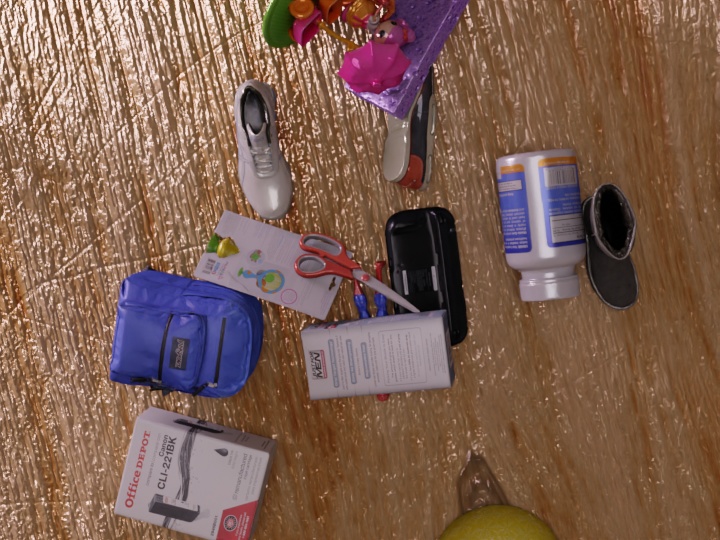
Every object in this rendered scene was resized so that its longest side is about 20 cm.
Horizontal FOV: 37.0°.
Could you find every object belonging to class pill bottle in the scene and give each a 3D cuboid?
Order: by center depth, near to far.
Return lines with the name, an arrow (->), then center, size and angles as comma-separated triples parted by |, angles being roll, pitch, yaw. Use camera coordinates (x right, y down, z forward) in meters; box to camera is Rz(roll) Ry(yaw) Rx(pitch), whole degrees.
pill bottle -> 0.251, -0.062, 1.484 | 0.111, 0.112, 0.202 | -6, 93, 3

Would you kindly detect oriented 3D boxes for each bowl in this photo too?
bowl -> 0.196, 0.440, 1.511 | 0.198, 0.108, 0.202 | 0, 92, 3

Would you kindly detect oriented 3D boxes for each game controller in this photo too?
game controller -> 0.094, 0.012, 1.527 | 0.103, 0.042, 0.202 | -7, 92, -4

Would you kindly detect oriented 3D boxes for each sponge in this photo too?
sponge -> 0.066, -0.318, 1.493 | 0.111, 0.030, 0.201 | 34, 95, 42

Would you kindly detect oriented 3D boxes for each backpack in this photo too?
backpack -> -0.239, 0.101, 1.493 | 0.198, 0.168, 0.164 | 10, 104, 1

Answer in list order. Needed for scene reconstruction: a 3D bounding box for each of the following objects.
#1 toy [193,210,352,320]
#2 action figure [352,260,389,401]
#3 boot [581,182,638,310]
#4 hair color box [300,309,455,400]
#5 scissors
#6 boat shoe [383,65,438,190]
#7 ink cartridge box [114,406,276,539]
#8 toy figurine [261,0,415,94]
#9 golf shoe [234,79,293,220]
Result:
toy -> -0.123, -0.002, 1.531 | 0.199, 0.047, 0.116 | 20, 63, 6
action figure -> 0.022, 0.088, 1.535 | 0.065, 0.052, 0.202 | -5, 96, 8
boot -> 0.341, -0.028, 1.435 | 0.072, 0.200, 0.183 | -21, 92, 1
hair color box -> 0.025, 0.117, 1.486 | 0.198, 0.061, 0.100 | -6, 97, 11
scissors -> 0.000, 0.000, 1.491 | 0.199, 0.014, 0.073 | 17, 60, 15
boat shoe -> 0.078, -0.213, 1.512 | 0.062, 0.071, 0.202 | 14, 78, -34
ink cartridge box -> -0.235, 0.295, 1.540 | 0.198, 0.084, 0.145 | 14, 94, 3
toy figurine -> 0.000, -0.325, 1.457 | 0.184, 0.150, 0.200 | 43, 69, 15
golf shoe -> -0.144, -0.168, 1.510 | 0.078, 0.097, 0.202 | -12, 93, 2
